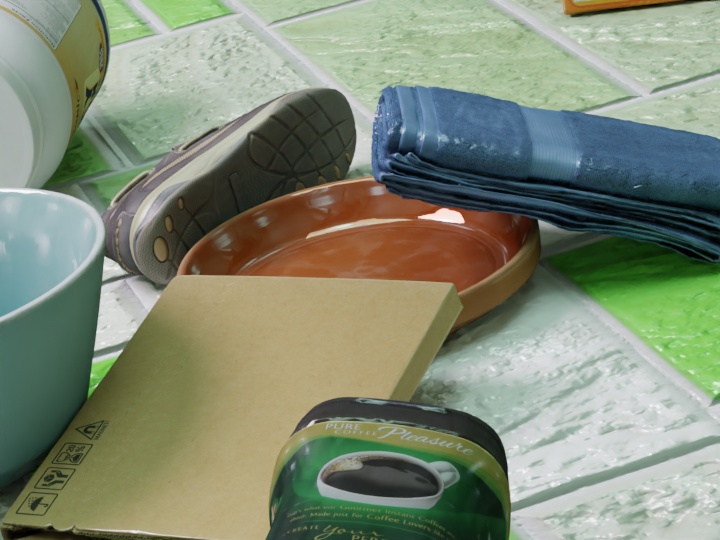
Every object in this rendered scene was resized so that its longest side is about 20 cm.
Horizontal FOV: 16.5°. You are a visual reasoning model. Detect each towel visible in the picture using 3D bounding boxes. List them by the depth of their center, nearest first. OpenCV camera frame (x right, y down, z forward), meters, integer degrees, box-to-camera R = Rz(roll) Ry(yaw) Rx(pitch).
[{"bbox_3d":[0.106,-0.055,1.351,0.199,0.049,0.112,9,20,-4],"label":"towel"}]

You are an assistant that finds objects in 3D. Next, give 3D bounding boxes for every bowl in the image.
[{"bbox_3d":[-0.213,0.045,1.234,0.200,0.105,0.201,-10,24,4],"label":"bowl"}]

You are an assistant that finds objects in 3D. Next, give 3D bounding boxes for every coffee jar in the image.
[{"bbox_3d":[0.004,0.127,0.998,0.104,0.086,0.200,7,27,7],"label":"coffee jar"}]

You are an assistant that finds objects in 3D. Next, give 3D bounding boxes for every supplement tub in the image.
[{"bbox_3d":[-0.245,-0.120,1.584,0.144,0.145,0.200,-6,24,9],"label":"supplement tub"}]

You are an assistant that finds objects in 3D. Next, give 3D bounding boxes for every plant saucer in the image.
[{"bbox_3d":[0.000,0.000,1.358,0.200,0.032,0.200,-9,23,4],"label":"plant saucer"}]

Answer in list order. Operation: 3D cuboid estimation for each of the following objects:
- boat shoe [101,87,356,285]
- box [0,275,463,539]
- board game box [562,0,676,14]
[{"bbox_3d":[-0.081,-0.059,1.470,0.073,0.075,0.200,10,30,38],"label":"boat shoe"},{"bbox_3d":[-0.059,0.069,1.197,0.163,0.021,0.200,1,36,25],"label":"box"},{"bbox_3d":[0.233,-0.318,1.762,0.199,0.200,0.200,-5,24,10],"label":"board game box"}]
